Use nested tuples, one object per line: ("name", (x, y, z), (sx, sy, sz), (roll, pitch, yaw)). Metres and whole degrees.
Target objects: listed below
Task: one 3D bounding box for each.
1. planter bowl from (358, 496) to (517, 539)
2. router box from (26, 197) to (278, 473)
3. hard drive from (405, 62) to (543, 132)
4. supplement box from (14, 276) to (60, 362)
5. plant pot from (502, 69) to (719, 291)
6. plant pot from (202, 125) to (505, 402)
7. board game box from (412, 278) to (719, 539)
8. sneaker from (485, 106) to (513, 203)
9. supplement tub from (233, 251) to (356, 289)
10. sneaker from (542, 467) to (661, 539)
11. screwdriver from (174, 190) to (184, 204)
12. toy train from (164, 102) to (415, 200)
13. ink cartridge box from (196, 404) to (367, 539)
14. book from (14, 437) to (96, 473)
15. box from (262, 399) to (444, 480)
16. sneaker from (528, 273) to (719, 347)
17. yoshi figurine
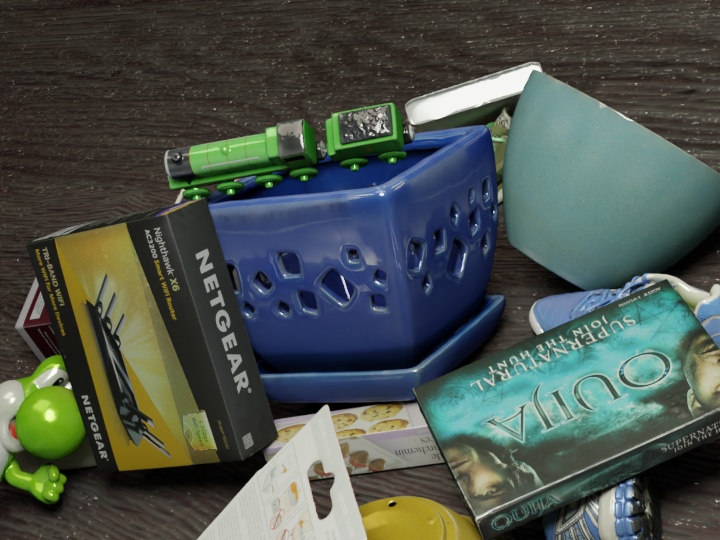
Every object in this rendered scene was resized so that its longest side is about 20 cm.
("planter bowl", (0.023, 0.209, 0.993), (0.199, 0.084, 0.201), (-16, 29, 9))
("router box", (-0.166, 0.055, 1.191), (0.157, 0.201, 0.052), (-10, 11, 35))
("hard drive", (0.122, -0.159, 1.488), (0.131, 0.027, 0.200), (-17, -5, 9))
("supplement box", (-0.225, 0.023, 1.470), (0.199, 0.061, 0.109), (-9, 44, 22))
("plant pot", (0.195, -0.058, 1.252), (0.135, 0.199, 0.200), (-60, 31, 8))
("plant pot", (0.000, 0.000, 1.222), (0.199, 0.181, 0.200), (-4, 17, 31))
("board game box", (0.148, 0.091, 1.020), (0.199, 0.028, 0.135), (-24, 38, -2))
("sneaker", (0.131, -0.120, 1.452), (0.199, 0.089, 0.077), (-22, 41, -1))
("supplement tub", (-0.088, -0.014, 1.371), (0.122, 0.123, 0.200), (3, 21, 36))
("sneaker", (0.160, 0.121, 1.062), (0.085, 0.077, 0.200), (-14, 29, 20))
("screwdriver", (-0.203, -0.002, 1.405), (0.028, 0.029, 0.201), (8, 66, 29))
("toy train", (-0.058, -0.090, 1.141), (0.199, 0.056, 0.042), (-10, 75, 13))
("ink cartridge box", (-0.061, 0.208, 0.998), (0.200, 0.047, 0.160), (-47, 25, 13))
("book", (-0.220, 0.120, 1.347), (0.199, 0.048, 0.134), (-12, 26, 19))
("box", (0.022, 0.129, 1.172), (0.199, 0.039, 0.042), (-10, 31, 20))
("sneaker", (0.215, 0.034, 1.166), (0.199, 0.077, 0.076), (6, 40, 42))
("yoshi figurine", (-0.299, 0.155, 1.239), (0.112, 0.113, 0.200), (40, 78, 18))
